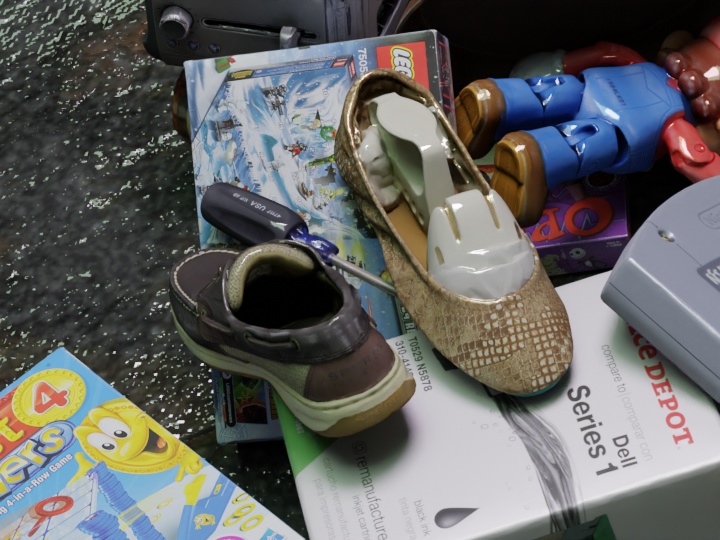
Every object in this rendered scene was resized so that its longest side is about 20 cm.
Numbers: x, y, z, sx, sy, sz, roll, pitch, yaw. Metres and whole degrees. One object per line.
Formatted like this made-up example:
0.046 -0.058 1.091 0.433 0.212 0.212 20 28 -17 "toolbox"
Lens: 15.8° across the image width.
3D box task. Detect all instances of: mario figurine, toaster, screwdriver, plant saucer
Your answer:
0.147 -0.067 1.388 0.199 0.124 0.106 -12 -2 -25 "mario figurine"
-0.035 -0.191 1.440 0.128 0.114 0.201 14 49 13 "toaster"
0.000 0.000 1.277 0.199 0.028 0.029 25 21 29 "screwdriver"
0.113 -0.144 1.399 0.199 0.200 0.035 -11 67 7 "plant saucer"

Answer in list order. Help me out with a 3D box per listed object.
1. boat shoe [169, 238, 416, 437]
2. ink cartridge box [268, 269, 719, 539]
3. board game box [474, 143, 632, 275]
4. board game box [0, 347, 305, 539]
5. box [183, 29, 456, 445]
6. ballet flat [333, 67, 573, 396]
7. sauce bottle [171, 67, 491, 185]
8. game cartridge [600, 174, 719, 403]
-0.038 0.016 1.239 0.073 0.065 0.200 -29 27 -21 "boat shoe"
0.072 0.093 1.227 0.199 0.085 0.147 -18 42 0 "ink cartridge box"
0.050 -0.039 1.443 0.198 0.032 0.121 -8 48 10 "board game box"
-0.153 0.155 1.226 0.200 0.056 0.195 -39 49 -22 "board game box"
-0.014 -0.016 1.343 0.136 0.040 0.202 -5 87 13 "box"
0.038 -0.025 1.233 0.070 0.066 0.200 -23 49 -16 "ballet flat"
-0.015 -0.068 1.425 0.199 0.066 0.066 22 56 35 "sauce bottle"
0.200 0.011 1.244 0.133 0.042 0.200 38 32 20 "game cartridge"
